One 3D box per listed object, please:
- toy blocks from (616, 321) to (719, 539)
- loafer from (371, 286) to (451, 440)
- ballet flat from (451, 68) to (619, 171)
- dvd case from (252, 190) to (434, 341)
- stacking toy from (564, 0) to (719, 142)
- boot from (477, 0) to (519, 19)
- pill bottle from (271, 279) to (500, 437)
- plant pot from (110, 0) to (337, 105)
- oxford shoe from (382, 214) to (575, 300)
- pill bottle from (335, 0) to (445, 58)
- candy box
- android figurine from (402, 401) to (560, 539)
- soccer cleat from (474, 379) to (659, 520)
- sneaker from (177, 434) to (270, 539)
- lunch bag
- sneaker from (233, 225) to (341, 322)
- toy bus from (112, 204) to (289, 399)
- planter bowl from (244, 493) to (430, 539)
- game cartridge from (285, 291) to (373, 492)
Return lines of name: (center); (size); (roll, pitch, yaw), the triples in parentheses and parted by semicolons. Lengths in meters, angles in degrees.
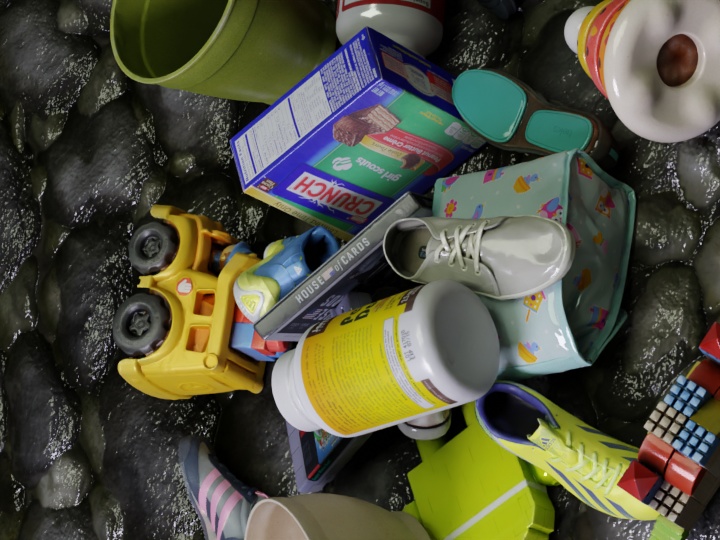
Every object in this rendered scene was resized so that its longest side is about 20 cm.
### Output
toy blocks: (0.273, 0.127, 1.438); (0.100, 0.137, 0.200); (34, 90, 24)
loafer: (0.049, 0.074, 1.712); (0.200, 0.072, 0.063); (-108, 14, -49)
ballet flat: (0.168, -0.135, 1.701); (0.200, 0.068, 0.068); (34, 97, 45)
dvd case: (0.000, 0.000, 1.737); (0.200, 0.150, 0.025); (-41, 76, 13)
stacking toy: (0.244, -0.203, 1.637); (0.146, 0.146, 0.200); (-66, 27, 3)
boot: (0.136, -0.375, 1.799); (0.162, 0.198, 0.073); (-42, 2, -9)
pill bottle: (0.017, 0.084, 1.588); (0.200, 0.109, 0.109); (-21, 62, 38)
plant pot: (-0.133, -0.268, 1.948); (0.200, 0.193, 0.201); (-17, 64, 39)
oxford shoe: (0.098, -0.016, 1.568); (0.200, 0.058, 0.075); (3, 78, 41)
pill bottle: (0.033, -0.287, 1.854); (0.112, 0.112, 0.200); (-9, 70, 41)
candy box: (-0.001, -0.130, 1.789); (0.200, 0.169, 0.077); (-37, 49, 30)
android figurine: (0.112, 0.210, 1.649); (0.182, 0.041, 0.200); (-42, 47, 24)
soccer cleat: (0.182, 0.157, 1.548); (0.200, 0.084, 0.065); (29, 87, 25)
sneaker: (-0.126, 0.242, 1.859); (0.082, 0.070, 0.200); (-33, 56, 10)
lunch bag: (0.151, 0.009, 1.632); (0.170, 0.122, 0.200); (-12, 62, 40)
sneaker: (-0.050, -0.005, 1.803); (0.105, 0.200, 0.076); (-31, 97, 22)
toy bus: (-0.148, 0.034, 1.909); (0.192, 0.136, 0.200); (-2, 71, 30)
planter bowl: (-0.006, 0.292, 1.640); (0.200, 0.135, 0.200); (36, 132, 55)
game cartridge: (-0.028, 0.125, 1.764); (0.200, 0.038, 0.130); (126, 144, -51)
